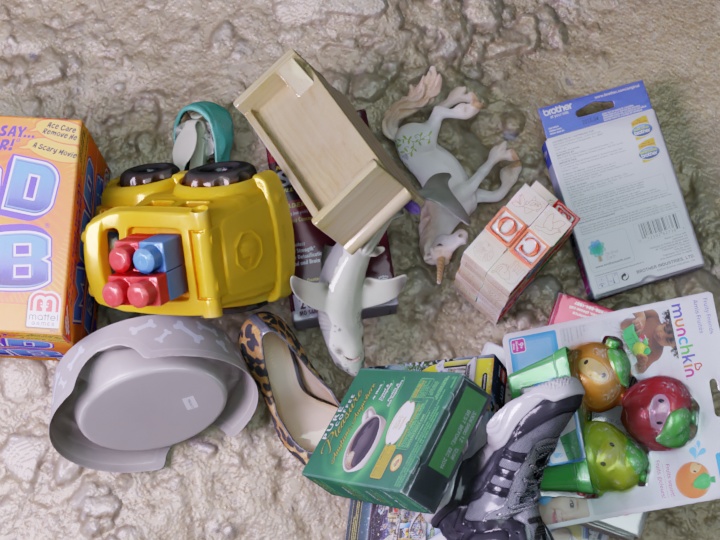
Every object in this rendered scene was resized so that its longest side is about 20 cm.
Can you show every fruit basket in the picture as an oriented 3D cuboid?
[{"bbox_3d":[0.237,0.127,1.598,0.199,0.094,0.187,-13,78,19],"label":"fruit basket"}]

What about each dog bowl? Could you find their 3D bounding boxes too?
[{"bbox_3d":[-0.199,0.114,1.671,0.199,0.201,0.059,-15,57,-3],"label":"dog bowl"}]

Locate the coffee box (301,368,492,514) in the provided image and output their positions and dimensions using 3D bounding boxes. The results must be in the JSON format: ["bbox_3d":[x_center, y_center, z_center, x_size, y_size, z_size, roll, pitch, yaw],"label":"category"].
[{"bbox_3d":[0.031,0.151,1.603,0.044,0.200,0.123,35,72,-22],"label":"coffee box"}]

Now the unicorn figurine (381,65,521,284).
[{"bbox_3d":[0.090,-0.093,1.774,0.137,0.074,0.201,-34,68,3],"label":"unicorn figurine"}]

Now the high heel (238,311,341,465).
[{"bbox_3d":[-0.051,0.131,1.689,0.071,0.143,0.200,-35,82,-8],"label":"high heel"}]

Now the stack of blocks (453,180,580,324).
[{"bbox_3d":[0.151,-0.023,1.690,0.059,0.200,0.115,41,83,7],"label":"stack of blocks"}]

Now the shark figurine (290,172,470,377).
[{"bbox_3d":[0.000,-0.022,1.691,0.128,0.089,0.215,31,93,-28],"label":"shark figurine"}]

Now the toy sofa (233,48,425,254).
[{"bbox_3d":[-0.030,-0.108,1.670,0.083,0.098,0.200,-42,50,9],"label":"toy sofa"}]

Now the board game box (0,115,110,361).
[{"bbox_3d":[-0.356,-0.028,1.685,0.198,0.200,0.202,3,80,0],"label":"board game box"}]

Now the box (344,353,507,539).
[{"bbox_3d":[0.063,0.181,1.675,0.136,0.038,0.201,-7,57,26],"label":"box"}]

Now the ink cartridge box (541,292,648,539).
[{"bbox_3d":[0.224,0.143,1.699,0.144,0.083,0.201,19,80,3],"label":"ink cartridge box"}]

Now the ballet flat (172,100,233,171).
[{"bbox_3d":[-0.165,-0.073,1.757,0.067,0.070,0.202,-8,76,34],"label":"ballet flat"}]

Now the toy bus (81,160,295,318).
[{"bbox_3d":[-0.188,-0.015,1.627,0.199,0.192,0.137,3,108,31],"label":"toy bus"}]

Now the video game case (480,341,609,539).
[{"bbox_3d":[0.172,0.195,1.742,0.181,0.023,0.201,22,81,3],"label":"video game case"}]

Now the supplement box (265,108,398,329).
[{"bbox_3d":[-0.030,-0.050,1.763,0.108,0.061,0.202,-10,80,-2],"label":"supplement box"}]

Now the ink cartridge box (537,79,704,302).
[{"bbox_3d":[0.258,-0.080,1.783,0.119,0.042,0.201,-16,83,-3],"label":"ink cartridge box"}]

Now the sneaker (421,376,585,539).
[{"bbox_3d":[0.145,0.188,1.536,0.200,0.075,0.114,-48,62,28],"label":"sneaker"}]
